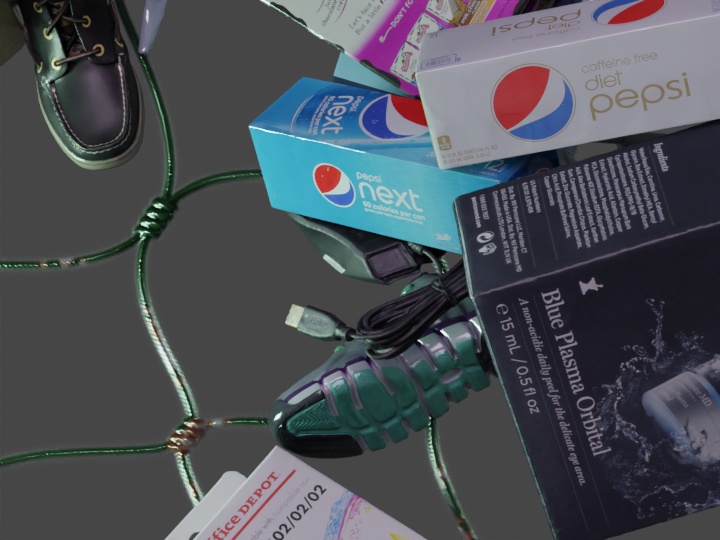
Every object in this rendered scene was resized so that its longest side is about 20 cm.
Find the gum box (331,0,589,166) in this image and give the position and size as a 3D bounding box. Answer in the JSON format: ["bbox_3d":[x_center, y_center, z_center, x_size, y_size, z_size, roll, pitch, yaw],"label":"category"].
[{"bbox_3d":[0.084,-0.172,1.672,0.169,0.045,0.201,17,91,19],"label":"gum box"}]

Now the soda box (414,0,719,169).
[{"bbox_3d":[0.136,-0.118,1.496,0.199,0.068,0.064,-10,26,12],"label":"soda box"}]

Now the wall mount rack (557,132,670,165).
[{"bbox_3d":[0.219,-0.105,1.572,0.199,0.174,0.075,5,68,15],"label":"wall mount rack"}]

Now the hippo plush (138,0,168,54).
[{"bbox_3d":[-0.108,-0.286,1.733,0.199,0.161,0.160,-24,64,2],"label":"hippo plush"}]

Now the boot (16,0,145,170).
[{"bbox_3d":[-0.204,-0.182,1.715,0.073,0.151,0.201,-13,63,1],"label":"boot"}]

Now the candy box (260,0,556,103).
[{"bbox_3d":[0.025,-0.201,1.638,0.200,0.061,0.137,34,99,17],"label":"candy box"}]

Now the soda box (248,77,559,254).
[{"bbox_3d":[0.030,-0.065,1.593,0.199,0.068,0.064,14,44,35],"label":"soda box"}]

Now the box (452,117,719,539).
[{"bbox_3d":[0.179,0.035,1.493,0.199,0.197,0.118,-17,31,6],"label":"box"}]

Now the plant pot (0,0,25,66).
[{"bbox_3d":[-0.345,-0.198,1.744,0.200,0.200,0.177,-42,77,-7],"label":"plant pot"}]

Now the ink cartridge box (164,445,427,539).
[{"bbox_3d":[-0.039,0.191,1.549,0.200,0.068,0.115,30,59,23],"label":"ink cartridge box"}]

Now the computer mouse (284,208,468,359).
[{"bbox_3d":[0.000,0.000,1.616,0.140,0.046,0.200,-35,39,-24],"label":"computer mouse"}]

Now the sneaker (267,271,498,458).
[{"bbox_3d":[0.028,0.051,1.620,0.199,0.075,0.088,-22,44,-3],"label":"sneaker"}]
